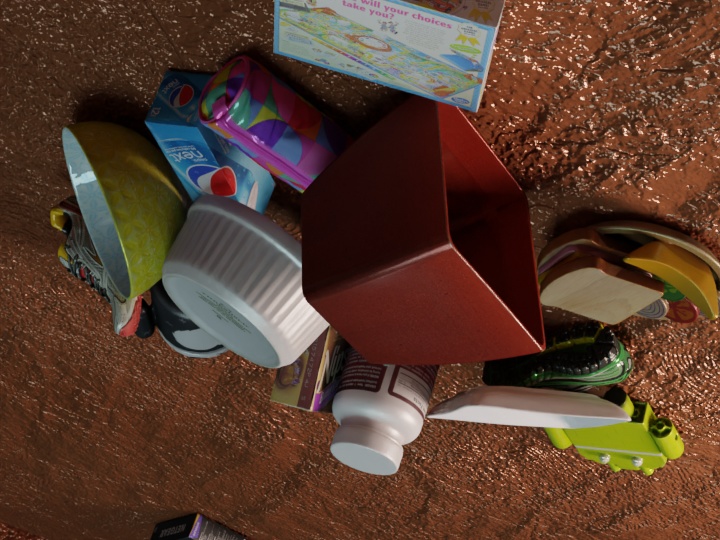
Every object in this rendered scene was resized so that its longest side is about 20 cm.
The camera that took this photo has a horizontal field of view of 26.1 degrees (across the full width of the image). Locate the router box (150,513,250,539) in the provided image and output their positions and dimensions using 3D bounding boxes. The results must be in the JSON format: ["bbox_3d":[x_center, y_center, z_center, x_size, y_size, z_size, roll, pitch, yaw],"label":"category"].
[{"bbox_3d":[-0.305,0.541,3.045,0.156,0.053,0.199,31,152,-22],"label":"router box"}]

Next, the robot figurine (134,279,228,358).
[{"bbox_3d":[-0.194,0.030,1.897,0.149,0.126,0.200,16,154,4],"label":"robot figurine"}]

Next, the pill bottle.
[{"bbox_3d":[0.031,0.135,1.866,0.112,0.202,0.113,15,154,8],"label":"pill bottle"}]

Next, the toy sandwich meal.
[{"bbox_3d":[0.285,0.017,1.617,0.203,0.071,0.206,15,154,8],"label":"toy sandwich meal"}]

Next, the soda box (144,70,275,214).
[{"bbox_3d":[-0.155,-0.122,1.642,0.063,0.068,0.201,8,152,21],"label":"soda box"}]

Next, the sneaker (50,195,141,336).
[{"bbox_3d":[-0.308,-0.004,1.821,0.081,0.201,0.078,-14,147,-21],"label":"sneaker"}]

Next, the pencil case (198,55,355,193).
[{"bbox_3d":[-0.068,-0.130,1.555,0.199,0.089,0.088,35,150,-28],"label":"pencil case"}]

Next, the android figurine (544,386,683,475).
[{"bbox_3d":[0.325,0.209,2.001,0.180,0.041,0.200,4,148,28],"label":"android figurine"}]

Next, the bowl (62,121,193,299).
[{"bbox_3d":[-0.243,-0.080,1.712,0.107,0.202,0.201,-21,161,-17],"label":"bowl"}]

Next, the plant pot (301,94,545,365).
[{"bbox_3d":[0.049,-0.023,1.493,0.175,0.202,0.200,-21,138,23],"label":"plant pot"}]

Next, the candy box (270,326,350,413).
[{"bbox_3d":[-0.046,0.112,1.893,0.056,0.118,0.200,13,176,14],"label":"candy box"}]

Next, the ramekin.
[{"bbox_3d":[-0.121,0.019,1.650,0.201,0.095,0.203,32,161,12],"label":"ramekin"}]

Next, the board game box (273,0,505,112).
[{"bbox_3d":[0.021,-0.216,1.382,0.198,0.035,0.135,17,154,4],"label":"board game box"}]

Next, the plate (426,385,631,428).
[{"bbox_3d":[0.197,0.163,1.856,0.197,0.033,0.200,5,170,-12],"label":"plate"}]

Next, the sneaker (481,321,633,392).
[{"bbox_3d":[0.230,0.118,1.842,0.199,0.079,0.085,-6,145,40],"label":"sneaker"}]
